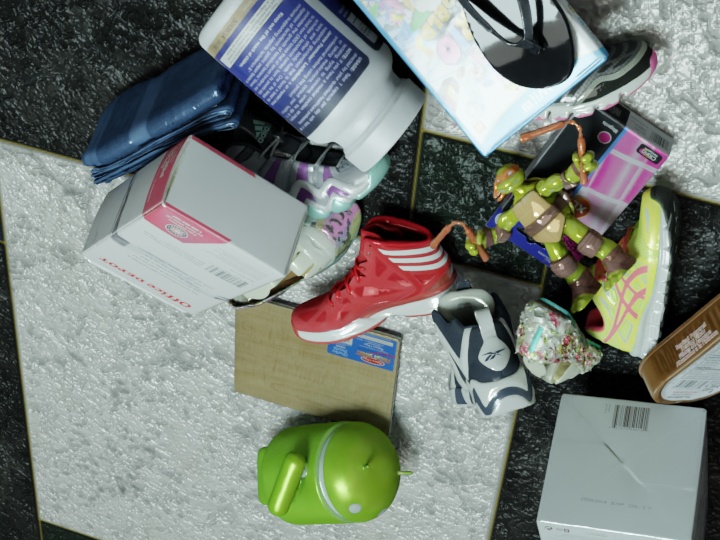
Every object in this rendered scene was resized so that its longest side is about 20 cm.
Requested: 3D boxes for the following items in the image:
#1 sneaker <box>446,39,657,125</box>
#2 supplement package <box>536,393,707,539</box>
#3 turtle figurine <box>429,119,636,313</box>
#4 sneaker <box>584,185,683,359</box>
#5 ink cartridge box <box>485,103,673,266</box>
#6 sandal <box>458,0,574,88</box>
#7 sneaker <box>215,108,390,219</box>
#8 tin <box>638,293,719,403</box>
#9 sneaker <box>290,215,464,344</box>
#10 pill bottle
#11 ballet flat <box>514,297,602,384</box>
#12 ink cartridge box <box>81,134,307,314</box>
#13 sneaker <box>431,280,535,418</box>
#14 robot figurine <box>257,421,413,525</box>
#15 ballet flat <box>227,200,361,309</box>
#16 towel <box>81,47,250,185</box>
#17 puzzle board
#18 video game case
[{"bbox_3d":[0.160,-0.185,1.141,0.197,0.074,0.088,-6,120,25],"label":"sneaker"},{"bbox_3d":[0.279,0.251,1.339,0.150,0.152,0.201,5,143,19],"label":"supplement package"},{"bbox_3d":[0.171,-0.040,1.207,0.162,0.064,0.200,48,123,-2],"label":"turtle figurine"},{"bbox_3d":[0.257,0.004,1.242,0.089,0.078,0.202,14,130,15],"label":"sneaker"},{"bbox_3d":[0.203,-0.076,1.233,0.094,0.037,0.201,32,133,-3],"label":"ink cartridge box"},{"bbox_3d":[0.107,-0.233,1.053,0.076,0.043,0.201,-26,103,28],"label":"sandal"},{"bbox_3d":[-0.077,-0.120,1.288,0.198,0.078,0.141,-16,118,31],"label":"sneaker"},{"bbox_3d":[0.354,0.067,1.236,0.111,0.042,0.200,1,144,-37],"label":"tin"},{"bbox_3d":[0.000,0.000,1.345,0.198,0.079,0.116,-18,123,18],"label":"sneaker"},{"bbox_3d":[-0.042,-0.192,1.194,0.199,0.116,0.116,40,130,-9],"label":"pill bottle"},{"bbox_3d":[0.188,0.076,1.266,0.075,0.064,0.200,27,177,26],"label":"ballet flat"},{"bbox_3d":[-0.169,-0.039,1.280,0.146,0.084,0.199,30,152,-25],"label":"ink cartridge box"},{"bbox_3d":[0.119,0.072,1.323,0.078,0.199,0.131,-15,93,1],"label":"sneaker"},{"bbox_3d":[-0.037,0.237,1.503,0.198,0.117,0.174,-12,163,42],"label":"robot figurine"},{"bbox_3d":[-0.075,-0.010,1.374,0.069,0.071,0.199,47,128,-11],"label":"ballet flat"},{"bbox_3d":[-0.189,-0.160,1.284,0.198,0.113,0.049,-21,129,34],"label":"towel"},{"bbox_3d":[-0.052,0.107,1.491,0.197,0.017,0.152,15,128,11],"label":"puzzle board"},{"bbox_3d":[0.096,-0.216,1.101,0.143,0.018,0.200,-37,98,29],"label":"video game case"}]
